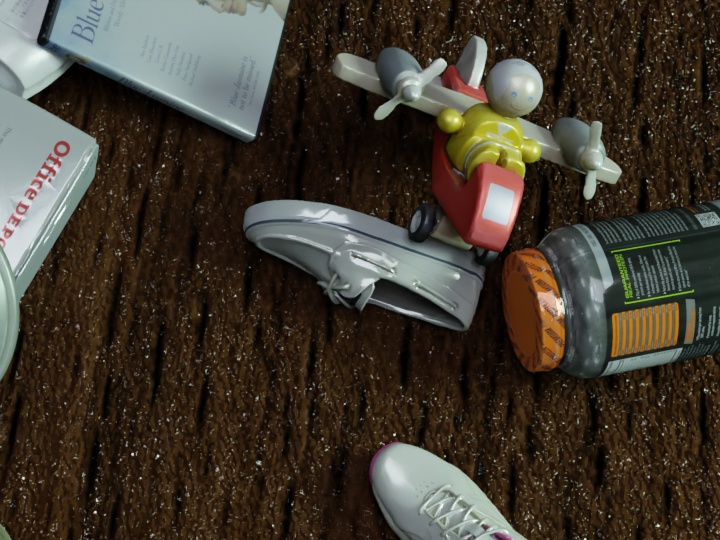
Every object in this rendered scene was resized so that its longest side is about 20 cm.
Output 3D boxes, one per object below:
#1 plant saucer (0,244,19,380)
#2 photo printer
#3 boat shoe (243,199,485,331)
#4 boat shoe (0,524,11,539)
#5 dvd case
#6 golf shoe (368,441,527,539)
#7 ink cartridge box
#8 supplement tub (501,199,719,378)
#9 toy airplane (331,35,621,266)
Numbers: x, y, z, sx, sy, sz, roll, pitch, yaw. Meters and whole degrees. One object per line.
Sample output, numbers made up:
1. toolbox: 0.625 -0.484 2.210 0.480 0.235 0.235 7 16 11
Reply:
1. plant saucer: -0.351 0.030 1.279 0.199 0.050 0.201 1 103 5
2. photo printer: -0.302 -0.235 1.403 0.199 0.070 0.167 29 59 0
3. boat shoe: 0.000 0.000 1.393 0.199 0.072 0.066 17 66 -13
4. boat shoe: -0.306 0.197 1.257 0.074 0.069 0.200 -9 51 -44
5. dvd case: -0.152 -0.206 1.414 0.199 0.018 0.143 24 68 -28
6. golf shoe: 0.088 0.202 1.330 0.200 0.092 0.075 44 72 7
7. ink cartridge box: -0.321 -0.076 1.351 0.199 0.085 0.145 29 71 1
8. supplement tub: 0.220 0.016 1.394 0.199 0.123 0.123 -9 74 -12
9. toy airplane: 0.098 -0.120 1.386 0.200 0.141 0.199 -26 70 -45
